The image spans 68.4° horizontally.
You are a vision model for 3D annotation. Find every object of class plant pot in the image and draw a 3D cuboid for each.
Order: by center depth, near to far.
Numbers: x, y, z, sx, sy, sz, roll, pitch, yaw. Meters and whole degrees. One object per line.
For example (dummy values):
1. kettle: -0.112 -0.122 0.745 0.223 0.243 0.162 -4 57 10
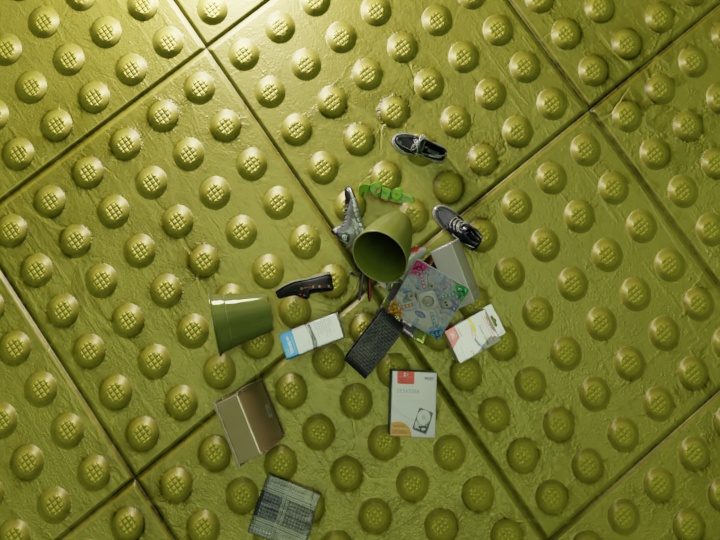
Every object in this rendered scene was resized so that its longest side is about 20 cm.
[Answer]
1. plant pot: -0.376 0.151 1.690 0.183 0.200 0.208 -11 85 -13
2. plant pot: 0.092 -0.100 1.702 0.184 0.189 0.202 31 43 1

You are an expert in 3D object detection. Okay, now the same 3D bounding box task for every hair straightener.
1. hair straightener: 0.000 0.000 1.750 0.074 0.041 0.208 0 100 -7

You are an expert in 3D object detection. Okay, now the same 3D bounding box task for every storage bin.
1. storage bin: -0.339 0.464 1.650 0.092 0.198 0.205 -25 86 14
2. storage bin: 0.044 0.229 1.694 0.093 0.135 0.202 37 93 1

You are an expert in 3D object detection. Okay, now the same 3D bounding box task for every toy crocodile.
1. toy crocodile: 0.089 -0.256 1.783 0.193 0.068 0.064 16 104 2

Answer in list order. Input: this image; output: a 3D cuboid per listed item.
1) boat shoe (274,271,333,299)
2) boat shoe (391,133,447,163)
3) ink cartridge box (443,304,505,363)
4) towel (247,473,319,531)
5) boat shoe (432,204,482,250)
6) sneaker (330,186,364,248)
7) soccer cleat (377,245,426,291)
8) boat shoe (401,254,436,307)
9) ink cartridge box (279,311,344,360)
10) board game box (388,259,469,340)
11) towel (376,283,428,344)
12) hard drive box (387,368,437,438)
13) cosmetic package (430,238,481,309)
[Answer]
1. boat shoe: -0.184 0.060 1.745 0.194 0.074 0.065 -15 77 -7
2. boat shoe: 0.201 -0.420 1.797 0.194 0.068 0.076 24 85 1
3. ink cartridge box: 0.381 0.205 1.748 0.196 0.068 0.119 -29 86 -3
4. towel: -0.243 0.782 1.709 0.194 0.035 0.199 20 82 3
5. boat shoe: 0.327 -0.152 1.764 0.198 0.093 0.075 39 85 2
6. sneaker: -0.052 -0.171 1.769 0.112 0.075 0.207 -16 87 0
7. soccer cleat: 0.142 -0.006 1.750 0.196 0.069 0.086 -30 54 0
8. boat shoe: 0.208 0.037 1.754 0.070 0.070 0.202 42 73 -16
9. ink cartridge box: -0.151 0.209 1.697 0.194 0.146 0.087 -20 85 -2
10. board game box: 0.214 0.098 1.679 0.196 0.026 0.204 28 111 -4
11. towel: 0.161 0.137 1.772 0.197 0.023 0.146 33 85 2
12. hard drive box: 0.167 0.429 1.721 0.150 0.077 0.208 2 85 -2
13. cosmetic package: 0.313 0.011 1.727 0.083 0.107 0.206 -24 88 28
